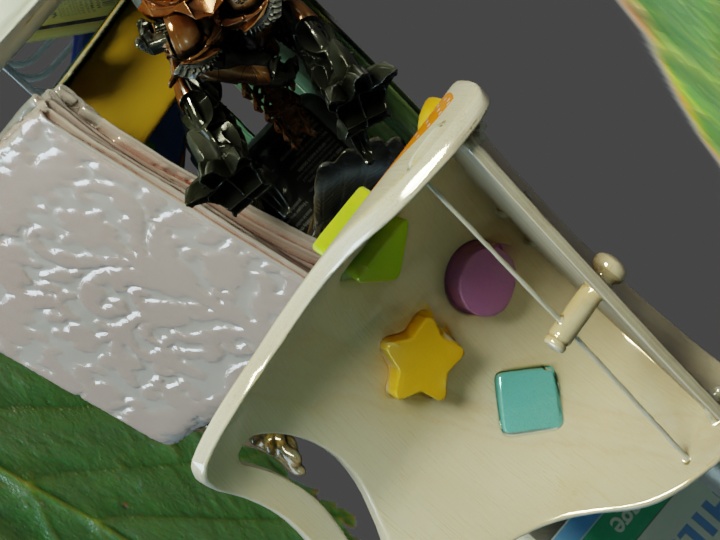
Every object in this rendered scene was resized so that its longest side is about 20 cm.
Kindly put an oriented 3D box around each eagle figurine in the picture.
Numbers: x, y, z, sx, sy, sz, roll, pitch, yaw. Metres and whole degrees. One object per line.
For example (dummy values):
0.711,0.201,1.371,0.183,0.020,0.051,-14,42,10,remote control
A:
-0.043,0.004,1.082,0.150,0.202,0.151,9,-170,-23,eagle figurine

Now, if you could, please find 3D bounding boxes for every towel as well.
-0.116,0.004,0.966,0.190,0.032,0.200,32,143,-20,towel

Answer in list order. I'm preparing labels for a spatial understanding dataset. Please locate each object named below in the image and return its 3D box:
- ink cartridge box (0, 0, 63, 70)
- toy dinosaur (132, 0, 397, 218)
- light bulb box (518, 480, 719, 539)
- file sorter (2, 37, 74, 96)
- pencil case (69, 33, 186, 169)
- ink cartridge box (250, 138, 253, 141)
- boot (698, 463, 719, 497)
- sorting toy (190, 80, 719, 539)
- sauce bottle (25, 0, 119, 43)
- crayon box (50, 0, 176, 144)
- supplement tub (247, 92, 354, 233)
-0.212,-0.196,0.916,0.200,0.146,0.083,43,179,-3,ink cartridge box
-0.050,-0.105,0.886,0.199,0.102,0.136,13,-140,-56,toy dinosaur
0.123,0.163,1.132,0.125,0.199,0.200,40,176,13,light bulb box
-0.233,-0.210,1.366,0.139,0.125,0.200,43,178,-28,file sorter
-0.138,-0.093,1.195,0.086,0.201,0.078,7,140,-7,pencil case
0.029,-0.016,1.454,0.199,0.041,0.200,42,177,35,ink cartridge box
0.088,0.075,0.919,0.200,0.131,0.068,42,178,17,boot
0.028,0.045,0.792,0.200,0.180,0.107,44,177,-30,sorting toy
-0.201,-0.152,1.066,0.065,0.198,0.065,-7,-90,-85,sauce bottle
-0.137,-0.077,1.005,0.051,0.126,0.200,36,143,-10,crayon box
0.000,0.000,1.200,0.200,0.123,0.123,44,178,-1,supplement tub
